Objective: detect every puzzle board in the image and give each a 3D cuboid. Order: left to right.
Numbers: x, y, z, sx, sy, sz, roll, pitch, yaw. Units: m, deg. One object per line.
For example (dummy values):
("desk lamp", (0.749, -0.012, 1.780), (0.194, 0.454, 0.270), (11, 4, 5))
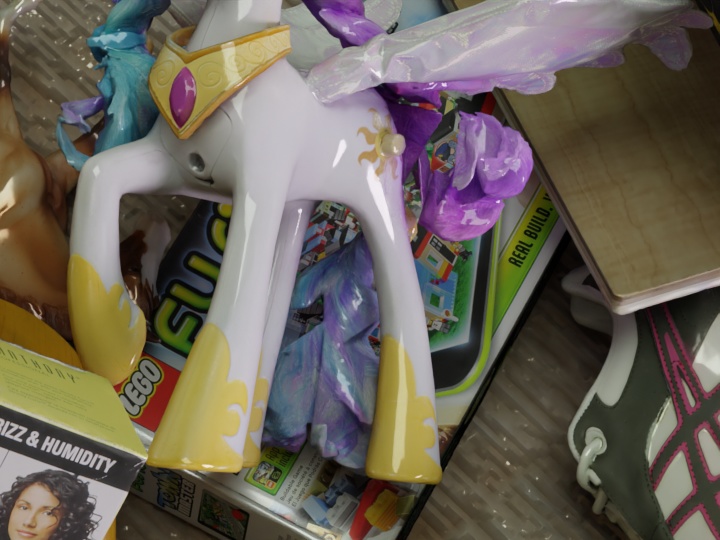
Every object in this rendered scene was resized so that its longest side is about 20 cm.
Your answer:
("puzzle board", (0.111, -0.078, 0.980), (0.150, 0.017, 0.201), (-15, 52, -14))

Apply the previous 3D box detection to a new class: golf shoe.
("golf shoe", (0.109, 0.078, 0.929), (0.087, 0.077, 0.201), (-5, 57, 10))

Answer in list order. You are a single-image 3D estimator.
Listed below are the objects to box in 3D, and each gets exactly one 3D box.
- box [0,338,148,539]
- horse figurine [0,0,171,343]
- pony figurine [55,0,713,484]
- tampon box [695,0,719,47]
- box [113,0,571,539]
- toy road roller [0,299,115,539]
("box", (-0.137, 0.110, 0.795), (0.075, 0.201, 0.050), (24, 15, -27))
("horse figurine", (-0.150, -0.041, 0.955), (0.199, 0.050, 0.133), (11, 56, -1))
("pony figurine", (-0.010, -0.041, 0.876), (0.166, 0.193, 0.202), (2, 86, 36))
("tampon box", (0.192, -0.126, 0.883), (0.199, 0.126, 0.151), (-24, 66, 1))
("box", (0.000, 0.000, 0.965), (0.110, 0.035, 0.201), (26, 61, 7))
("toy road roller", (-0.130, 0.021, 0.851), (0.145, 0.201, 0.123), (14, 19, -12))
